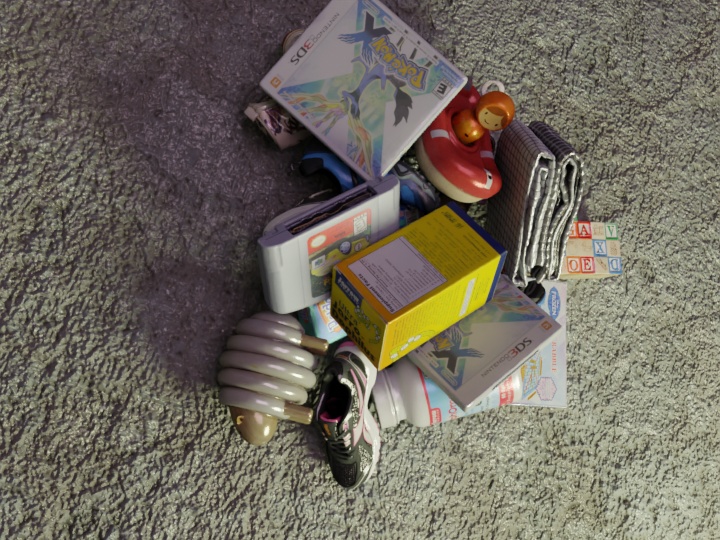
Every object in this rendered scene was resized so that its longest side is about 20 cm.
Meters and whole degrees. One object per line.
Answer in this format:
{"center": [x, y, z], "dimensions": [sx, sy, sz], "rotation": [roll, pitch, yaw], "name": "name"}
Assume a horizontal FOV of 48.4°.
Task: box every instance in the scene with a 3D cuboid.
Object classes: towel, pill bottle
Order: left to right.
{"center": [0.114, 0.153, 1.112], "dimensions": [0.200, 0.109, 0.109], "rotation": [-15, 88, -4], "name": "pill bottle"}
{"center": [0.243, -0.096, 1.122], "dimensions": [0.085, 0.166, 0.200], "rotation": [0, 117, -8], "name": "towel"}

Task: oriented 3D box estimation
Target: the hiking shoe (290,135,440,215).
{"center": [0.011, -0.118, 1.082], "dimensions": [0.200, 0.074, 0.087], "rotation": [31, 84, 3], "name": "hiking shoe"}

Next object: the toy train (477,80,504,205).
{"center": [0.212, -0.187, 1.254], "dimensions": [0.150, 0.056, 0.200], "rotation": [-34, 99, -5], "name": "toy train"}

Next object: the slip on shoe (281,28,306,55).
{"center": [-0.030, -0.289, 1.164], "dimensions": [0.200, 0.061, 0.074], "rotation": [25, 106, -31], "name": "slip on shoe"}

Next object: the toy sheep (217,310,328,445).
{"center": [-0.114, 0.122, 1.020], "dimensions": [0.138, 0.138, 0.200], "rotation": [20, 70, -22], "name": "toy sheep"}

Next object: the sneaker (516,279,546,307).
{"center": [0.184, 0.039, 1.164], "dimensions": [0.199, 0.071, 0.083], "rotation": [-9, 91, -20], "name": "sneaker"}

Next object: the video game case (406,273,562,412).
{"center": [0.138, 0.067, 1.086], "dimensions": [0.182, 0.022, 0.200], "rotation": [-35, 61, -21], "name": "video game case"}

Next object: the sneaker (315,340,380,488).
{"center": [-0.028, 0.196, 1.044], "dimensions": [0.086, 0.080, 0.201], "rotation": [-30, 119, -60], "name": "sneaker"}

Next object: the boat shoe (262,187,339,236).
{"center": [-0.054, -0.074, 1.119], "dimensions": [0.200, 0.064, 0.071], "rotation": [-20, 125, -29], "name": "boat shoe"}

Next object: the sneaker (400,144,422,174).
{"center": [0.072, -0.178, 1.173], "dimensions": [0.069, 0.099, 0.201], "rotation": [17, 74, -20], "name": "sneaker"}

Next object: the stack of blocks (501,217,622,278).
{"center": [0.323, -0.047, 1.298], "dimensions": [0.200, 0.059, 0.115], "rotation": [1, 81, -26], "name": "stack of blocks"}

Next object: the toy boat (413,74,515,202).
{"center": [0.150, -0.195, 1.079], "dimensions": [0.130, 0.131, 0.200], "rotation": [13, 62, -41], "name": "toy boat"}

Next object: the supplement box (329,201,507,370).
{"center": [0.072, 0.018, 1.032], "dimensions": [0.200, 0.110, 0.109], "rotation": [-29, 59, -25], "name": "supplement box"}

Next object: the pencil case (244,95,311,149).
{"center": [-0.058, -0.243, 1.094], "dimensions": [0.200, 0.078, 0.089], "rotation": [-33, 142, -1], "name": "pencil case"}

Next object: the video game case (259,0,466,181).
{"center": [0.003, -0.241, 1.028], "dimensions": [0.200, 0.022, 0.182], "rotation": [42, 92, 3], "name": "video game case"}

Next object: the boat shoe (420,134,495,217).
{"center": [0.137, -0.116, 1.182], "dimensions": [0.075, 0.075, 0.203], "rotation": [24, 91, -11], "name": "boat shoe"}

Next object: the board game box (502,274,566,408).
{"center": [0.226, 0.107, 1.235], "dimensions": [0.199, 0.041, 0.201], "rotation": [8, 79, -23], "name": "board game box"}

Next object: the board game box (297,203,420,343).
{"center": [0.000, 0.000, 1.111], "dimensions": [0.200, 0.045, 0.152], "rotation": [-22, 116, -28], "name": "board game box"}

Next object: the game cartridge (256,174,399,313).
{"center": [-0.033, -0.028, 1.003], "dimensions": [0.200, 0.133, 0.041], "rotation": [-29, 55, -23], "name": "game cartridge"}
